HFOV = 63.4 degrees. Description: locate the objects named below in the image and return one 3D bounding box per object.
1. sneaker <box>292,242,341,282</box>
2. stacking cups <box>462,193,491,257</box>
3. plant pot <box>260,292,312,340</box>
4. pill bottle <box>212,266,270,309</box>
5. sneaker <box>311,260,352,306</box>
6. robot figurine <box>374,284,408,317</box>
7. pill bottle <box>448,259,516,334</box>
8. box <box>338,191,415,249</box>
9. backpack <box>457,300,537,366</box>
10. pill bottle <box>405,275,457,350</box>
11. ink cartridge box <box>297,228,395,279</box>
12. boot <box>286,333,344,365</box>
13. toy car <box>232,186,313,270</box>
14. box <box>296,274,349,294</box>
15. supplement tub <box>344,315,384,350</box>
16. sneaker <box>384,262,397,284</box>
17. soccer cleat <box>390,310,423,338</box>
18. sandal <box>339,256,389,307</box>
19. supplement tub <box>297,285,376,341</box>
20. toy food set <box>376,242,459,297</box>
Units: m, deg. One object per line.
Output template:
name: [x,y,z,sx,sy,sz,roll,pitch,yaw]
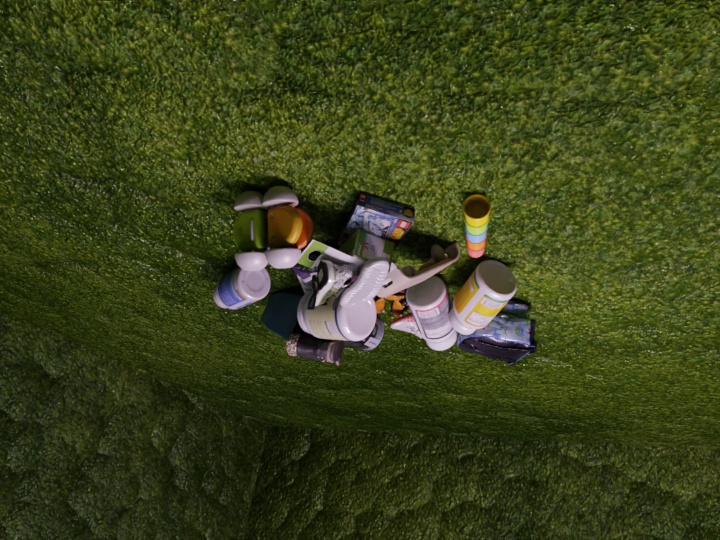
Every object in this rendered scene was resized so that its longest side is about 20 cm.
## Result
sneaker: [-0.121,-0.034,1.526,0.087,0.077,0.198,39,138,-23]
stacking cups: [0.259,-0.092,1.285,0.059,0.062,0.201,3,157,14]
plant pot: [-0.214,0.152,1.836,0.197,0.144,0.141,14,166,43]
pill bottle: [-0.363,0.052,1.743,0.111,0.115,0.198,27,150,-32]
sneaker: [-0.066,0.036,1.391,0.086,0.079,0.200,0,163,-15]
robot figurine: [0.084,0.078,1.686,0.141,0.060,0.201,9,155,1]
pill bottle: [0.303,0.076,1.485,0.110,0.115,0.202,15,139,-11]
box: [0.034,-0.100,1.365,0.133,0.041,0.201,16,154,-9]
backpack: [0.375,0.167,1.647,0.194,0.151,0.184,10,156,-7]
pill bottle: [0.202,0.121,1.611,0.111,0.116,0.202,-2,137,24]
ink cartridge box: [-0.038,-0.041,1.383,0.196,0.078,0.148,21,154,-16]
boot: [-0.128,0.229,1.705,0.146,0.075,0.200,9,175,8]
toy car: [-0.197,-0.092,1.348,0.195,0.181,0.149,-5,176,28]
box: [-0.075,0.039,1.689,0.194,0.042,0.157,7,155,10]
supplement tub: [-0.025,0.168,1.808,0.120,0.126,0.198,-9,157,35]
sneaker: [0.000,0.000,1.564,0.194,0.078,0.089,-5,-167,-4]
soccer cleat: [0.172,0.165,1.721,0.196,0.087,0.068,-3,160,-41]
sandal: [0.011,0.021,1.344,0.080,0.051,0.203,4,147,-27]
supplement tub: [-0.068,0.118,1.616,0.197,0.149,0.144,-3,153,43]
toy food set: [0.131,-0.006,1.400,0.197,0.062,0.143,-21,171,-32]
